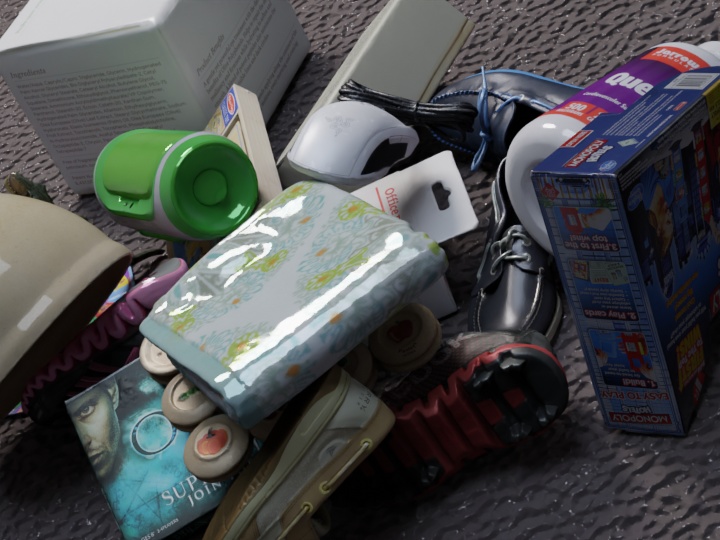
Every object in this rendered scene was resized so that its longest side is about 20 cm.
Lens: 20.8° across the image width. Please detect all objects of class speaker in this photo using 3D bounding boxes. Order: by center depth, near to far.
[{"bbox_3d":[-0.152,-0.070,1.575,0.088,0.089,0.200,-39,19,-17],"label":"speaker"}]

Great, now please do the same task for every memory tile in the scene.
[{"bbox_3d":[-0.052,0.050,1.360,0.199,0.017,0.154,-31,46,2],"label":"memory tile"}]

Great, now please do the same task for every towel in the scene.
[{"bbox_3d":[-0.051,0.016,1.303,0.171,0.048,0.200,-41,27,-10],"label":"towel"}]

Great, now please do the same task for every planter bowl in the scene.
[{"bbox_3d":[-0.288,0.019,1.492,0.200,0.135,0.200,-49,0,-1],"label":"planter bowl"}]

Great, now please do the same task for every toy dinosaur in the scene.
[{"bbox_3d":[-0.249,-0.026,1.619,0.088,0.200,0.048,-13,69,22],"label":"toy dinosaur"}]

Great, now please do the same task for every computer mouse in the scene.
[{"bbox_3d":[0.010,-0.108,1.453,0.109,0.044,0.200,18,21,15],"label":"computer mouse"}]

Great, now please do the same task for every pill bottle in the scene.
[{"bbox_3d":[0.204,-0.092,1.407,0.199,0.113,0.112,-33,31,-34],"label":"pill bottle"}]

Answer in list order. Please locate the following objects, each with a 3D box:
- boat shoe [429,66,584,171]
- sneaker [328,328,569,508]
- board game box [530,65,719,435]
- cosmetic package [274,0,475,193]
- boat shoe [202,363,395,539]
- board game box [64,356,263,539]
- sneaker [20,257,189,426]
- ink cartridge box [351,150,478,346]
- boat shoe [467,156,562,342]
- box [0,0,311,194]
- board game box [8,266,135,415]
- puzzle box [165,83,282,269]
[{"bbox_3d":[0.127,-0.117,1.536,0.199,0.085,0.069,2,27,40],"label":"boat shoe"},{"bbox_3d":[0.053,0.097,1.326,0.200,0.071,0.098,-28,15,19],"label":"sneaker"},{"bbox_3d":[0.193,-0.007,1.277,0.061,0.201,0.200,4,25,33],"label":"board game box"},{"bbox_3d":[0.009,-0.141,1.631,0.104,0.073,0.201,-44,13,52],"label":"cosmetic package"},{"bbox_3d":[-0.048,0.154,1.279,0.201,0.066,0.074,-55,10,23],"label":"boat shoe"},{"bbox_3d":[-0.100,0.101,1.398,0.199,0.028,0.136,-31,63,2],"label":"board game box"},{"bbox_3d":[-0.181,0.078,1.509,0.200,0.096,0.079,-37,8,33],"label":"sneaker"},{"bbox_3d":[0.000,0.000,1.489,0.199,0.068,0.115,-25,35,6],"label":"ink cartridge box"},{"bbox_3d":[0.108,-0.008,1.428,0.072,0.063,0.201,-12,37,23],"label":"boat shoe"},{"bbox_3d":[-0.189,-0.202,1.800,0.199,0.172,0.200,-5,39,30],"label":"box"},{"bbox_3d":[-0.267,0.037,1.654,0.157,0.039,0.200,-26,34,2],"label":"board game box"},{"bbox_3d":[-0.117,-0.054,1.621,0.133,0.025,0.200,-54,27,21],"label":"puzzle box"}]
